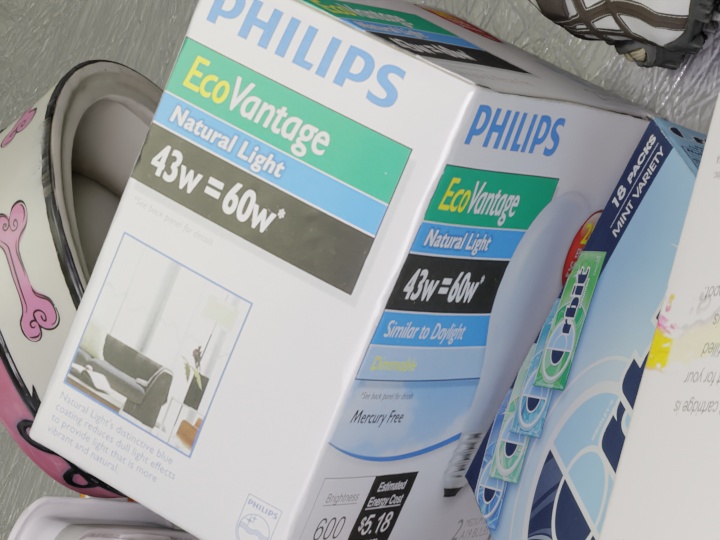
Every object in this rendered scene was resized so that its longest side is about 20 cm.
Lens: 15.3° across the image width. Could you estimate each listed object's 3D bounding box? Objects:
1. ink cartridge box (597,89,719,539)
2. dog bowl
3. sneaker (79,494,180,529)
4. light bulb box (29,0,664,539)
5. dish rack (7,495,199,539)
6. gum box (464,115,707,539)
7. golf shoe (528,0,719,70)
[{"bbox_3d":[0.170,0.023,0.693,0.147,0.144,0.200,-3,69,69],"label":"ink cartridge box"},{"bbox_3d":[-0.110,0.012,1.192,0.074,0.200,0.200,-22,42,21],"label":"dog bowl"},{"bbox_3d":[-0.123,0.166,1.453,0.077,0.078,0.200,118,162,-48],"label":"sneaker"},{"bbox_3d":[0.000,0.000,1.061,0.198,0.125,0.200,1,-66,-63],"label":"light bulb box"},{"bbox_3d":[-0.115,0.200,1.146,0.172,0.043,0.200,18,-97,-68],"label":"dish rack"},{"bbox_3d":[0.112,0.061,0.964,0.170,0.044,0.200,-64,20,20],"label":"gum box"},{"bbox_3d":[0.096,-0.125,1.031,0.200,0.094,0.078,117,172,-80],"label":"golf shoe"}]
